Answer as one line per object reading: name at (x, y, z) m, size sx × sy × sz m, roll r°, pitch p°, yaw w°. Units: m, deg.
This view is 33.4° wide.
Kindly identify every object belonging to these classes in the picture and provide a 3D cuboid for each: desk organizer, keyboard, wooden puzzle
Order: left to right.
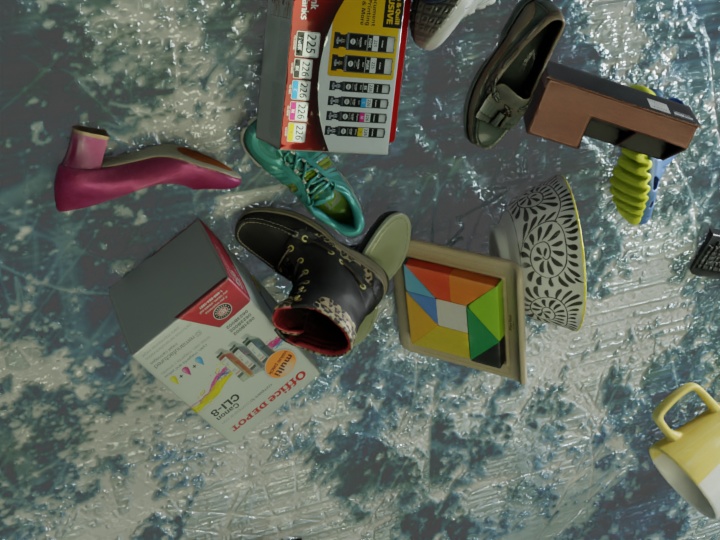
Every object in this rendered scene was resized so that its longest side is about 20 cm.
wooden puzzle at (0.120, 0.052, 1.522) m, size 0.037 × 0.200 × 0.185 m, roll -43°, pitch 138°, yaw -40°
desk organizer at (0.307, -0.186, 1.479) m, size 0.199 × 0.072 × 0.077 m, roll 17°, pitch 117°, yaw -6°
keyboard at (0.590, -0.034, 1.784) m, size 0.199 × 0.021 × 0.127 m, roll 8°, pitch 117°, yaw -29°

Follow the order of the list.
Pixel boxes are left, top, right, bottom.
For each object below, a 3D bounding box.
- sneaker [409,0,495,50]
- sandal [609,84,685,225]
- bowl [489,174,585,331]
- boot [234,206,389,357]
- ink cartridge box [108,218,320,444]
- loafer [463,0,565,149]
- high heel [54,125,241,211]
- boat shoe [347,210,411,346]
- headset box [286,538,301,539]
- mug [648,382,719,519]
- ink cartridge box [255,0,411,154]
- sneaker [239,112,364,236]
sneaker at (0.133, -0.325, 1.345) m, size 0.200 × 0.074 × 0.087 m, roll -53°, pitch 135°, yaw 1°
sandal at (0.386, -0.151, 1.583) m, size 0.087 × 0.080 × 0.201 m, roll -12°, pitch 126°, yaw -22°
bowl at (0.217, -0.018, 1.522) m, size 0.094 × 0.201 × 0.201 m, roll -6°, pitch 124°, yaw -1°
boot at (-0.071, 0.013, 1.393) m, size 0.200 × 0.151 × 0.073 m, roll 30°, pitch 124°, yaw -4°
ink cartridge box at (-0.173, 0.075, 1.429) m, size 0.145 × 0.145 × 0.200 m, roll -39°, pitch 129°, yaw 3°
loafer at (0.184, -0.232, 1.445) m, size 0.072 × 0.063 × 0.200 m, roll 9°, pitch 116°, yaw -29°
high heel at (-0.236, -0.093, 1.335) m, size 0.199 × 0.067 × 0.096 m, roll 10°, pitch 106°, yaw -24°
boat shoe at (0.002, 0.000, 1.511) m, size 0.074 × 0.066 × 0.200 m, roll -9°, pitch 131°, yaw -36°
headset box at (-0.140, 0.474, 1.681) m, size 0.199 × 0.174 × 0.093 m, roll -1°, pitch 120°, yaw -25°
mug at (0.561, 0.280, 1.900) m, size 0.153 × 0.149 × 0.187 m, roll -39°, pitch 135°, yaw -7°
ink cartridge box at (-0.013, -0.233, 1.314) m, size 0.175 × 0.084 × 0.201 m, roll -1°, pitch 106°, yaw -25°
sneaker at (-0.059, -0.113, 1.401) m, size 0.077 × 0.080 × 0.200 m, roll -44°, pitch 126°, yaw 6°
